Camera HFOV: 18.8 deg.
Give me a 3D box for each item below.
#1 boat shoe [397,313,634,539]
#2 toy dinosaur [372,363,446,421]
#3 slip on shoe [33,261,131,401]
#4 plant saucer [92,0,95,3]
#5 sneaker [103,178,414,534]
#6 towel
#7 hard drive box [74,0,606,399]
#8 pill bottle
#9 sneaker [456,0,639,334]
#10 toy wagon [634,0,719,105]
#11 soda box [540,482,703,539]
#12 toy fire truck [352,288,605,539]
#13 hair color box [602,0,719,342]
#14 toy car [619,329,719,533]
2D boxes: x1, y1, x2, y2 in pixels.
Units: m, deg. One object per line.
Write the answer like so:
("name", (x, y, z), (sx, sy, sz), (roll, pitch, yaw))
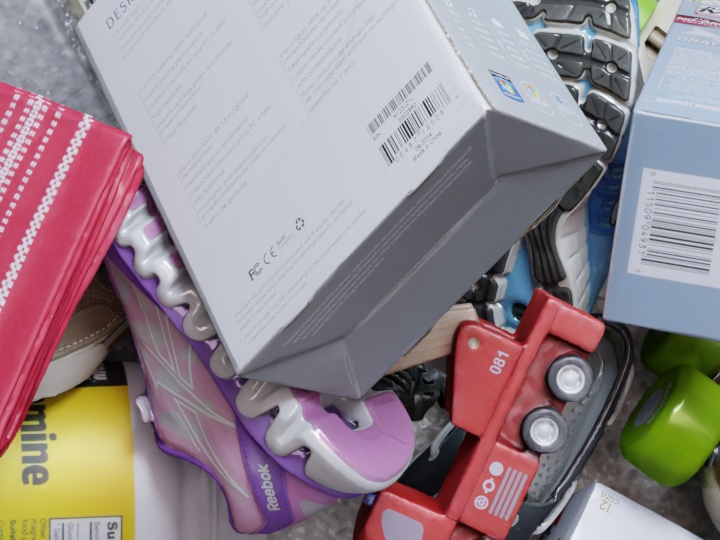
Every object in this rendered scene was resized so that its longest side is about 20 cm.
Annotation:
("boat shoe", (0.063, 0.099, 1.056), (0.076, 0.060, 0.200), (34, 72, -1))
("toy dinosaur", (0.000, 0.000, 1.029), (0.199, 0.102, 0.136), (0, 96, -14))
("slip on shoe", (-0.130, 0.005, 0.987), (0.200, 0.076, 0.061), (-28, 123, -52))
("plant saucer", (-0.039, -0.164, 1.113), (0.200, 0.039, 0.202), (2, 76, -10))
("sneaker", (-0.069, 0.032, 0.930), (0.200, 0.088, 0.080), (52, 33, 13))
("towel", (-0.202, -0.023, 0.892), (0.200, 0.022, 0.145), (22, 81, 12))
("hard drive box", (-0.016, -0.076, 0.887), (0.077, 0.156, 0.200), (14, 40, -46))
("pill bottle", (-0.146, 0.098, 0.988), (0.199, 0.112, 0.113), (-1, 77, -12))
("sneaker", (0.091, -0.053, 1.009), (0.078, 0.200, 0.090), (20, 32, 18))
("toy wagon", (0.230, -0.132, 1.158), (0.155, 0.040, 0.200), (35, 72, -1))
("soda box", (0.178, 0.180, 1.055), (0.200, 0.068, 0.064), (28, 72, -3))
("toy fire truck", (0.028, 0.036, 0.959), (0.141, 0.049, 0.200), (25, 93, -4))
("hair color box", (0.161, -0.052, 1.014), (0.060, 0.200, 0.099), (10, 113, 10))
("toy car", (0.248, 0.042, 1.017), (0.164, 0.200, 0.158), (34, 34, -7))
